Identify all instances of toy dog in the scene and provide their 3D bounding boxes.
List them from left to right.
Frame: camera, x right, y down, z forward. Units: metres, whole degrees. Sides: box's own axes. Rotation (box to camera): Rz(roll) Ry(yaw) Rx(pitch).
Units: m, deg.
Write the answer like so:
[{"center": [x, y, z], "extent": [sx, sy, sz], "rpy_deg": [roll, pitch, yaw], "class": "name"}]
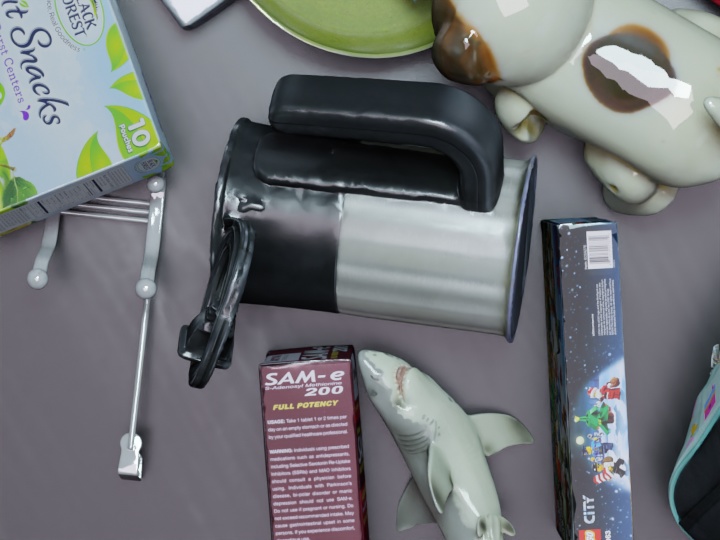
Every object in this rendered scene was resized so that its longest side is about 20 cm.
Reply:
[{"center": [0.129, -0.124, 1.578], "extent": [0.200, 0.194, 0.140], "rpy_deg": [31, 102, -20], "class": "toy dog"}]

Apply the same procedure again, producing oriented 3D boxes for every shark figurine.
[{"center": [0.048, 0.164, 1.651], "extent": [0.089, 0.128, 0.215], "rpy_deg": [-29, 62, 41], "class": "shark figurine"}]

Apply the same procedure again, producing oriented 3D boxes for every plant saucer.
[{"center": [0.001, -0.227, 1.640], "extent": [0.199, 0.031, 0.201], "rpy_deg": [1, 83, -12], "class": "plant saucer"}]

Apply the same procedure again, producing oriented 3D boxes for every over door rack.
[{"center": [-0.201, 0.032, 1.662], "extent": [0.147, 0.067, 0.201], "rpy_deg": [6, 92, 2], "class": "over door rack"}]

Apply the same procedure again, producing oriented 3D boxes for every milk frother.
[{"center": [0.000, 0.000, 1.576], "extent": [0.187, 0.181, 0.201], "rpy_deg": [7, 66, 8], "class": "milk frother"}]

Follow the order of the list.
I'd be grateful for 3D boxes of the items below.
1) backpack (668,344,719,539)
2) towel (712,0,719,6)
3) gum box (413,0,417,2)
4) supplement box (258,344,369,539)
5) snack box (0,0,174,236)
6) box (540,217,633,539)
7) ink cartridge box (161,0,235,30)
[{"center": [0.287, 0.101, 1.604], "extent": [0.175, 0.153, 0.200], "rpy_deg": [25, 129, -2], "class": "backpack"}, {"center": [0.313, -0.185, 1.651], "extent": [0.200, 0.022, 0.145], "rpy_deg": [36, 81, -1], "class": "towel"}, {"center": [0.028, -0.294, 1.616], "extent": [0.170, 0.045, 0.200], "rpy_deg": [-44, 93, -15], "class": "gum box"}, {"center": [-0.026, 0.151, 1.642], "extent": [0.061, 0.109, 0.201], "rpy_deg": [-5, 93, 1], "class": "supplement box"}, {"center": [-0.214, -0.133, 1.636], "extent": [0.142, 0.053, 0.201], "rpy_deg": [-21, 74, 1], "class": "snack box"}, {"center": [0.138, 0.069, 1.621], "extent": [0.038, 0.137, 0.201], "rpy_deg": [-3, 92, -1], "class": "box"}, {"center": [-0.077, -0.273, 1.657], "extent": [0.200, 0.057, 0.163], "rpy_deg": [-36, 91, 6], "class": "ink cartridge box"}]
